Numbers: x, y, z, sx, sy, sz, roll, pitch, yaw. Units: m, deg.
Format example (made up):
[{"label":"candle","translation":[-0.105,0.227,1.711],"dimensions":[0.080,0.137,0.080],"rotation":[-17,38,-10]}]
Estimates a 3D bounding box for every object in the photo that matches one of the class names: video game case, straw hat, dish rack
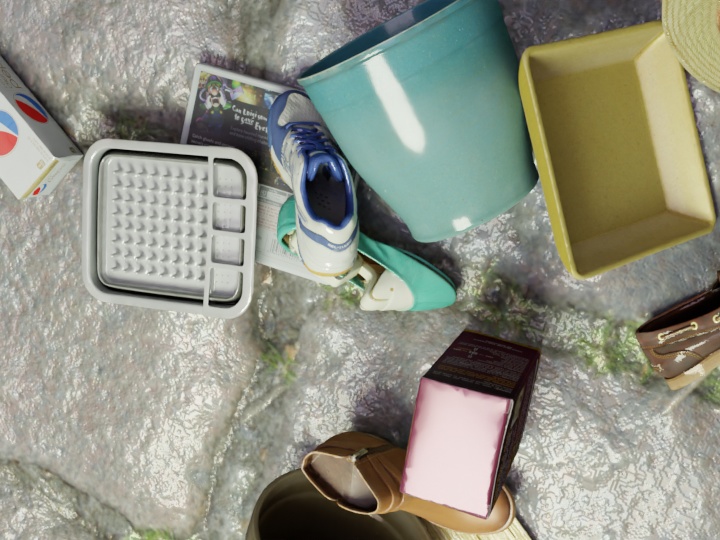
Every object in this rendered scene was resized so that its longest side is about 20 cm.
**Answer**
[{"label":"video game case","translation":[-0.098,-0.101,1.185],"dimensions":[0.197,0.023,0.185],"rotation":[17,103,14]},{"label":"straw hat","translation":[0.355,-0.208,0.972],"dimensions":[0.197,0.085,0.204],"rotation":[10,124,15]},{"label":"dish rack","translation":[-0.194,-0.047,1.187],"dimensions":[0.196,0.043,0.175],"rotation":[6,101,15]}]

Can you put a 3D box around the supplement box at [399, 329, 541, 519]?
[{"label":"supplement box","translation":[0.107,0.136,1.067],"dimensions":[0.084,0.200,0.113],"rotation":[13,102,14]}]

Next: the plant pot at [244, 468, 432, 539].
[{"label":"plant pot","translation":[-0.040,0.332,1.161],"dimensions":[0.198,0.200,0.175],"rotation":[29,122,10]}]

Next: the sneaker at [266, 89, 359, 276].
[{"label":"sneaker","translation":[-0.037,-0.099,1.078],"dimensions":[0.074,0.089,0.203],"rotation":[-12,64,-15]}]

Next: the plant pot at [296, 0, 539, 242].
[{"label":"plant pot","translation":[0.071,-0.140,1.052],"dimensions":[0.197,0.200,0.190],"rotation":[-24,105,18]}]

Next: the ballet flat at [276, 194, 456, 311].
[{"label":"ballet flat","translation":[0.000,0.000,1.129],"dimensions":[0.198,0.071,0.068],"rotation":[31,145,-3]}]

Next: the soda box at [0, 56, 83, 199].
[{"label":"soda box","translation":[-0.396,-0.175,1.237],"dimensions":[0.068,0.064,0.201],"rotation":[-42,86,17]}]

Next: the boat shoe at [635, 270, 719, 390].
[{"label":"boat shoe","translation":[0.348,0.031,1.051],"dimensions":[0.199,0.070,0.071],"rotation":[-36,92,18]}]

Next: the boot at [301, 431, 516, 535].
[{"label":"boot","translation":[0.045,0.215,1.108],"dimensions":[0.197,0.154,0.075],"rotation":[16,92,20]}]

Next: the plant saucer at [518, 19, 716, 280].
[{"label":"plant saucer","translation":[0.224,-0.111,1.031],"dimensions":[0.048,0.197,0.204],"rotation":[-7,98,57]}]

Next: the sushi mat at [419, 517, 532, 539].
[{"label":"sushi mat","translation":[0.137,0.297,1.181],"dimensions":[0.095,0.012,0.201],"rotation":[-37,87,18]}]
